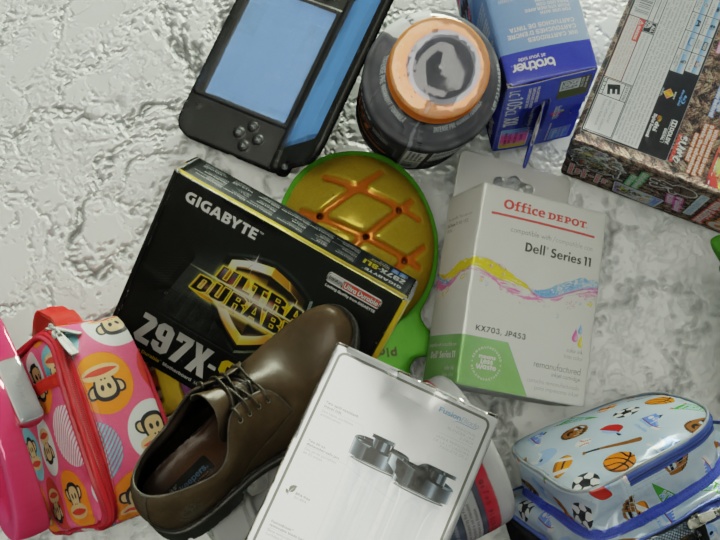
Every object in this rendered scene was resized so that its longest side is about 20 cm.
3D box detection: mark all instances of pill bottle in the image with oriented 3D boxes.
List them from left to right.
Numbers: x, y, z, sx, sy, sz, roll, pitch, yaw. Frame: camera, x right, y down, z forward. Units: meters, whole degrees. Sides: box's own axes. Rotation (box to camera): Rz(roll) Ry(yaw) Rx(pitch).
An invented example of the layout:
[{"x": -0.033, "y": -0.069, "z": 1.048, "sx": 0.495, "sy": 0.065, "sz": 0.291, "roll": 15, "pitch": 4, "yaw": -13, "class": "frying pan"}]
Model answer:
[{"x": -0.001, "y": 0.171, "z": 0.683, "sx": 0.200, "sy": 0.120, "sz": 0.120, "roll": -25, "pitch": 78, "yaw": -10, "class": "pill bottle"}, {"x": 0.051, "y": -0.141, "z": 0.742, "sx": 0.106, "sy": 0.200, "sz": 0.107, "roll": 0, "pitch": 90, "yaw": -2, "class": "pill bottle"}]

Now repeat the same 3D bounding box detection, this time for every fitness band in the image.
[{"x": -0.284, "y": 0.110, "z": 0.721, "sx": 0.037, "sy": 0.144, "sz": 0.200, "roll": -15, "pitch": 58, "yaw": -34, "class": "fitness band"}]

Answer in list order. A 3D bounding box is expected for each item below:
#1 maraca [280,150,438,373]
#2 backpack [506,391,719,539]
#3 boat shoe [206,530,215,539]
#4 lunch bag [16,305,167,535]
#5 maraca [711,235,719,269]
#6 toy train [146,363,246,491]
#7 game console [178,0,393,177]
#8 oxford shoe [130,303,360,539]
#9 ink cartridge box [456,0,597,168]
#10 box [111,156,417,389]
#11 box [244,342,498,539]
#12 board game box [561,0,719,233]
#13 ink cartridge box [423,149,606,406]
[{"x": 0.000, "y": 0.000, "z": 0.779, "sx": 0.137, "sy": 0.107, "sz": 0.201, "roll": -6, "pitch": 86, "yaw": -5, "class": "maraca"}, {"x": 0.212, "y": 0.173, "z": 0.685, "sx": 0.190, "sy": 0.200, "sz": 0.155, "roll": -15, "pitch": 102, "yaw": -12, "class": "backpack"}, {"x": -0.058, "y": 0.267, "z": 0.755, "sx": 0.202, "sy": 0.074, "sz": 0.065, "roll": 44, "pitch": 88, "yaw": 3, "class": "boat shoe"}, {"x": -0.220, "y": 0.112, "z": 0.737, "sx": 0.082, "sy": 0.200, "sz": 0.177, "roll": -16, "pitch": 84, "yaw": -35, "class": "lunch bag"}, {"x": 0.326, "y": 0.058, "z": 0.705, "sx": 0.107, "sy": 0.137, "sz": 0.200, "roll": -31, "pitch": 83, "yaw": 3, "class": "maraca"}, {"x": -0.124, "y": 0.081, "z": 0.808, "sx": 0.150, "sy": 0.056, "sz": 0.201, "roll": 9, "pitch": 79, "yaw": -1, "class": "toy train"}, {"x": -0.062, "y": -0.195, "z": 0.811, "sx": 0.175, "sy": 0.116, "sz": 0.201, "roll": 23, "pitch": 83, "yaw": 14, "class": "game console"}, {"x": -0.073, "y": 0.093, "z": 0.636, "sx": 0.073, "sy": 0.085, "sz": 0.200, "roll": 33, "pitch": 69, "yaw": 24, "class": "oxford shoe"}, {"x": 0.133, "y": -0.189, "z": 0.774, "sx": 0.076, "sy": 0.136, "sz": 0.201, "roll": -13, "pitch": 75, "yaw": 0, "class": "ink cartridge box"}, {"x": -0.080, "y": 0.031, "z": 0.729, "sx": 0.200, "sy": 0.049, "sz": 0.160, "roll": 30, "pitch": 114, "yaw": 3, "class": "box"}, {"x": -0.006, "y": 0.161, "z": 0.593, "sx": 0.116, "sy": 0.060, "sz": 0.201, "roll": 24, "pitch": 76, "yaw": 2, "class": "box"}, {"x": 0.290, "y": -0.129, "z": 0.773, "sx": 0.199, "sy": 0.097, "sz": 0.160, "roll": 23, "pitch": 83, "yaw": 10, "class": "board game box"}, {"x": 0.128, "y": 0.002, "z": 0.763, "sx": 0.117, "sy": 0.067, "sz": 0.201, "roll": 11, "pitch": 80, "yaw": -17, "class": "ink cartridge box"}]
